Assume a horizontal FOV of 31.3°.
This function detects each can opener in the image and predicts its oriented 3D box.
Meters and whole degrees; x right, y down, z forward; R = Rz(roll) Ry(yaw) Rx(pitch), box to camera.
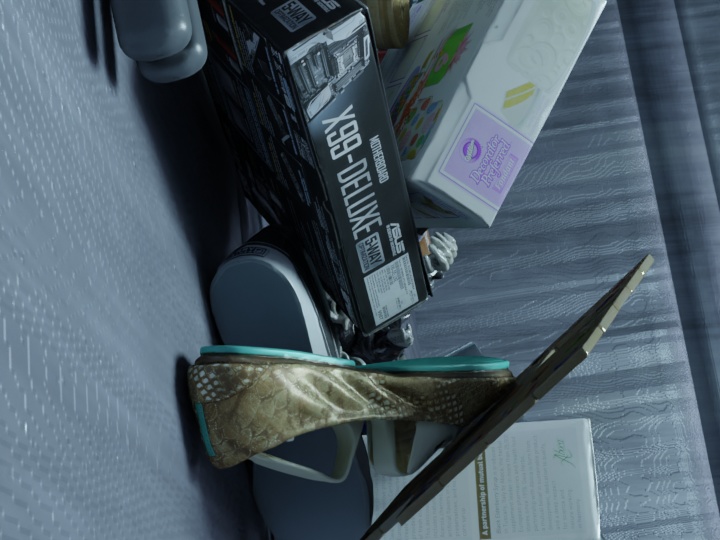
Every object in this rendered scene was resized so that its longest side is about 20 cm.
[{"bbox_3d":[-0.087,-0.187,0.567,0.053,0.066,0.203,57,19,-76],"label":"can opener"}]

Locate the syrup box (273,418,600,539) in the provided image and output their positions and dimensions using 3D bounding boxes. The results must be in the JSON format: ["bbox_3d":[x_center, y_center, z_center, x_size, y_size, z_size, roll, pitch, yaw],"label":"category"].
[{"bbox_3d":[0.048,0.149,0.806,0.079,0.196,0.083,72,15,-60],"label":"syrup box"}]

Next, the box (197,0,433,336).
[{"bbox_3d":[-0.036,-0.084,0.705,0.158,0.049,0.202,48,-19,43],"label":"box"}]

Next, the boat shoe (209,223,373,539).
[{"bbox_3d":[-0.033,0.073,0.736,0.068,0.073,0.202,-54,129,-62],"label":"boat shoe"}]

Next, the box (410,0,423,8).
[{"bbox_3d":[0.024,-0.272,1.016,0.201,0.180,0.105,51,22,-31],"label":"box"}]

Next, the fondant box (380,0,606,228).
[{"bbox_3d":[0.052,-0.101,0.778,0.146,0.058,0.200,-62,-165,-6],"label":"fondant box"}]

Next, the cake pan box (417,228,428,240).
[{"bbox_3d":[0.068,-0.107,1.048,0.185,0.052,0.201,-55,-174,26],"label":"cake pan box"}]

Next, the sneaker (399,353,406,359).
[{"bbox_3d":[0.011,0.155,1.186,0.079,0.073,0.204,-151,-122,-85],"label":"sneaker"}]

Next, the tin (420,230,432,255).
[{"bbox_3d":[0.011,-0.013,1.159,0.200,0.110,0.043,-80,161,-76],"label":"tin"}]

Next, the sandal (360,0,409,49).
[{"bbox_3d":[0.032,-0.237,0.764,0.078,0.068,0.215,-66,153,-58],"label":"sandal"}]

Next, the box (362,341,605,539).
[{"bbox_3d":[0.080,0.187,0.992,0.201,0.106,0.149,57,-27,18],"label":"box"}]

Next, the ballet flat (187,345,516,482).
[{"bbox_3d":[-0.001,0.074,0.659,0.070,0.197,0.067,-7,-99,56],"label":"ballet flat"}]

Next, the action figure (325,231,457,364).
[{"bbox_3d":[0.000,0.000,0.922,0.101,0.118,0.203,1,-63,56],"label":"action figure"}]

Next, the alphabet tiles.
[{"bbox_3d":[0.070,0.079,0.680,0.008,0.200,0.167,45,27,5],"label":"alphabet tiles"}]

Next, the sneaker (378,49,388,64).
[{"bbox_3d":[-0.005,-0.124,0.966,0.199,0.077,0.084,5,-70,53],"label":"sneaker"}]
